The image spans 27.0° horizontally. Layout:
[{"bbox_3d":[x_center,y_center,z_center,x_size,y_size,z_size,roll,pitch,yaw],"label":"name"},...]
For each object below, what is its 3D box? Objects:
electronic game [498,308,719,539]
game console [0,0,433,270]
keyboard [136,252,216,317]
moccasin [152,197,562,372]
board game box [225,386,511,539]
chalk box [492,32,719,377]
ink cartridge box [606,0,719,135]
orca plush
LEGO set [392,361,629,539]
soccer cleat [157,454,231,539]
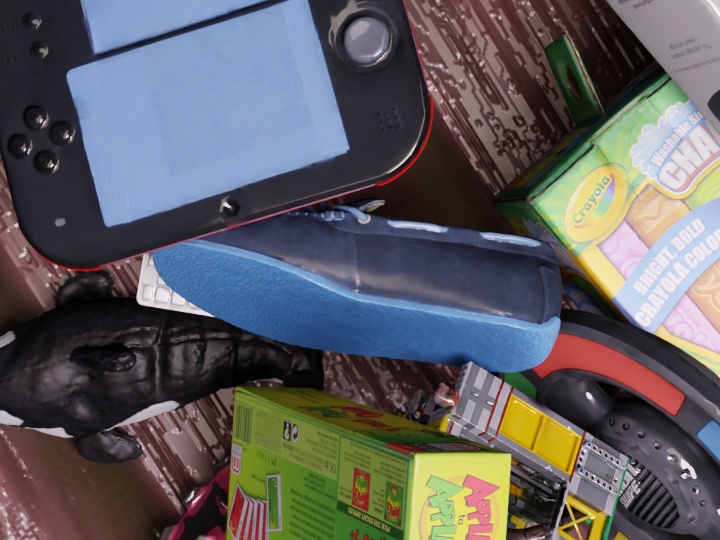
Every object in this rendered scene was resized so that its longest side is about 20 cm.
[{"bbox_3d":[0.148,0.101,0.761,0.042,0.200,0.200,-41,93,-23],"label":"electronic game"},{"bbox_3d":[-0.077,-0.105,0.685,0.198,0.031,0.178,-16,89,7],"label":"game console"},{"bbox_3d":[-0.070,-0.078,0.759,0.056,0.011,0.202,10,94,-2],"label":"keyboard"},{"bbox_3d":[0.000,0.000,0.739,0.198,0.081,0.069,14,58,1],"label":"moccasin"},{"bbox_3d":[-0.005,0.117,0.692,0.047,0.200,0.103,2,93,-26],"label":"board game box"},{"bbox_3d":[0.155,-0.034,0.788,0.124,0.125,0.200,-41,92,-1],"label":"chalk box"},{"bbox_3d":[0.233,-0.108,0.685,0.146,0.083,0.200,-44,98,-9],"label":"ink cartridge box"},{"bbox_3d":[-0.118,0.060,0.809,0.198,0.071,0.106,10,92,-2],"label":"orca plush"},{"bbox_3d":[0.033,0.133,0.748,0.115,0.200,0.155,31,68,-14],"label":"LEGO set"},{"bbox_3d":[-0.078,0.178,0.826,0.086,0.070,0.200,42,89,-25],"label":"soccer cleat"}]
